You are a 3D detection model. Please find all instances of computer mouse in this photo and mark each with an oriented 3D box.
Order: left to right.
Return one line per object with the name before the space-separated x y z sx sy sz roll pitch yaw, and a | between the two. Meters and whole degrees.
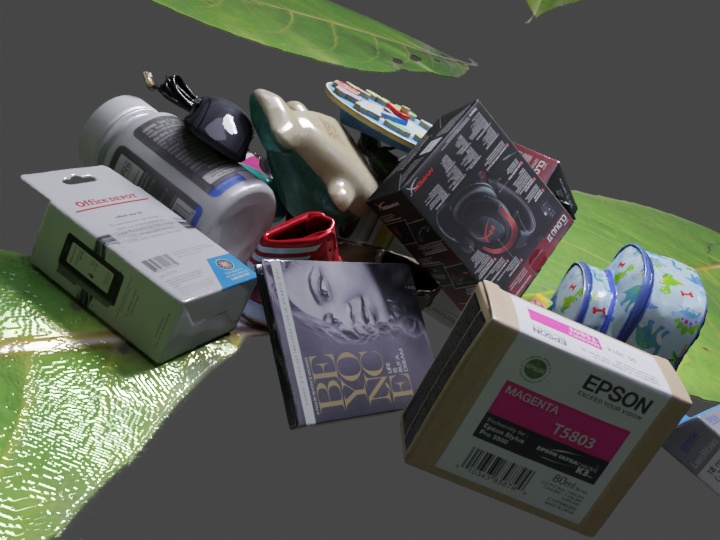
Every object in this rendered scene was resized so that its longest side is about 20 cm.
computer mouse | -0.170 -0.177 0.907 0.140 0.046 0.200 35 7 -12

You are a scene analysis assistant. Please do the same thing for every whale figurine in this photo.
whale figurine | -0.064 -0.115 0.923 0.200 0.104 0.159 29 30 -58

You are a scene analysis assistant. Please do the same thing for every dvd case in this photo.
dvd case | -0.004 0.063 0.797 0.200 0.016 0.149 1 70 -46

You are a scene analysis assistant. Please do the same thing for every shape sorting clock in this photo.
shape sorting clock | 0.047 -0.178 1.025 0.200 0.039 0.200 22 18 -8

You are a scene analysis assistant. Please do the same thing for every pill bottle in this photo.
pill bottle | -0.195 -0.093 0.890 0.200 0.114 0.114 38 25 21

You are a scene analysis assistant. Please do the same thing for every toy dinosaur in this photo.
toy dinosaur | 0.058 -0.114 1.019 0.088 0.048 0.200 3 32 -23

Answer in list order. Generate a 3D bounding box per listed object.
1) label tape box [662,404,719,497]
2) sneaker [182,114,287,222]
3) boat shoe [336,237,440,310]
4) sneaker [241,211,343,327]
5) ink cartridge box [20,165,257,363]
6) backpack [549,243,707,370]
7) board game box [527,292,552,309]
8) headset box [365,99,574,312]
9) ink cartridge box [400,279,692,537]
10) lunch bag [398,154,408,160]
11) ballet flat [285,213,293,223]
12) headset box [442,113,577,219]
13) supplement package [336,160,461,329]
label tape box | 0.437 0.208 1.018 0.200 0.063 0.144 42 27 30
sneaker | -0.141 -0.123 1.047 0.121 0.084 0.200 5 35 -39
boat shoe | 0.000 -0.006 0.942 0.202 0.075 0.075 14 63 -27
sneaker | -0.021 0.012 0.859 0.200 0.116 0.078 12 28 -32
ink cartridge box | -0.208 -0.013 0.768 0.200 0.068 0.116 35 24 17
backpack | 0.288 0.070 0.967 0.147 0.200 0.183 26 24 -3
board game box | 0.148 0.087 0.911 0.030 0.096 0.200 35 24 14
headset box | 0.127 -0.055 0.917 0.200 0.149 0.075 47 -25 -16
ink cartridge box | 0.159 0.126 0.757 0.200 0.165 0.075 23 23 -10
lunch bag | 0.173 -0.133 1.371 0.170 0.122 0.200 -2 28 -45
ballet flat | -0.071 -0.075 1.049 0.046 0.067 0.200 46 20 -26
headset box | 0.194 -0.113 1.141 0.200 0.075 0.149 30 -5 31
supplement package | 0.082 -0.037 1.078 0.200 0.111 0.156 31 23 10
